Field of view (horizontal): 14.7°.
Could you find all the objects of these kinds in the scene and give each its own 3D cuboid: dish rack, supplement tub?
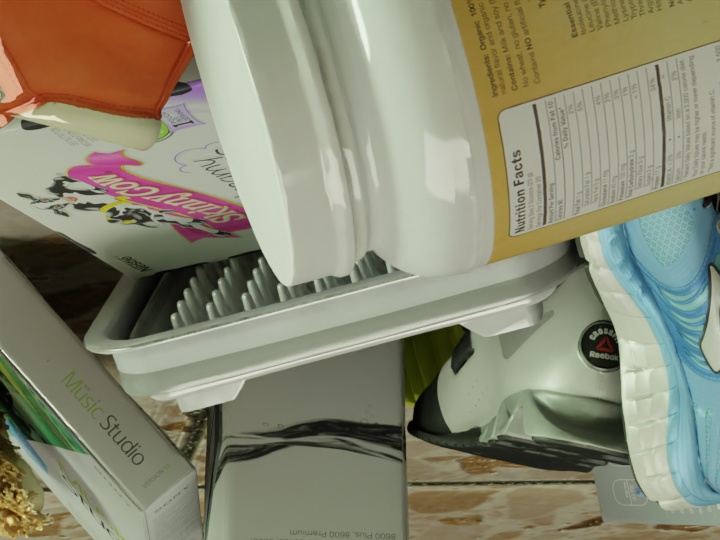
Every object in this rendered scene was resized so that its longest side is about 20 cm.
[{"bbox_3d":[0.000,0.000,1.104,0.199,0.044,0.172,-14,-163,11],"label":"dish rack"},{"bbox_3d":[0.053,-0.082,0.831,0.199,0.145,0.145,-17,162,-8],"label":"supplement tub"}]

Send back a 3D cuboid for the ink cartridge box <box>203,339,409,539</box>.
[{"bbox_3d":[-0.027,0.099,1.256,0.084,0.201,0.145,3,146,-6],"label":"ink cartridge box"}]

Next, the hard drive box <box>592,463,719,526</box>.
[{"bbox_3d":[0.219,0.049,1.232,0.199,0.077,0.156,-2,-161,34],"label":"hard drive box"}]

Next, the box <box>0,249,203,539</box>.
[{"bbox_3d":[-0.132,0.079,1.326,0.036,0.144,0.200,-39,165,-15],"label":"box"}]

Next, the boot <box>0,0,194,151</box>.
[{"bbox_3d":[-0.126,-0.096,0.852,0.199,0.108,0.075,14,-169,-36],"label":"boot"}]

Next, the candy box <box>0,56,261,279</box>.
[{"bbox_3d":[-0.036,-0.069,1.018,0.199,0.072,0.168,-12,160,21],"label":"candy box"}]

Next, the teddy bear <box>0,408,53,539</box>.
[{"bbox_3d":[-0.231,0.071,1.291,0.200,0.145,0.067,28,101,-47],"label":"teddy bear"}]

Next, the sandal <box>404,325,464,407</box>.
[{"bbox_3d":[0.077,0.013,1.268,0.087,0.080,0.200,3,161,-30],"label":"sandal"}]

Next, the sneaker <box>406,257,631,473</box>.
[{"bbox_3d":[0.076,0.037,1.169,0.074,0.089,0.200,11,171,-16],"label":"sneaker"}]

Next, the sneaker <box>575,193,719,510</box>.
[{"bbox_3d":[0.138,-0.002,1.040,0.089,0.079,0.201,-1,124,25],"label":"sneaker"}]
